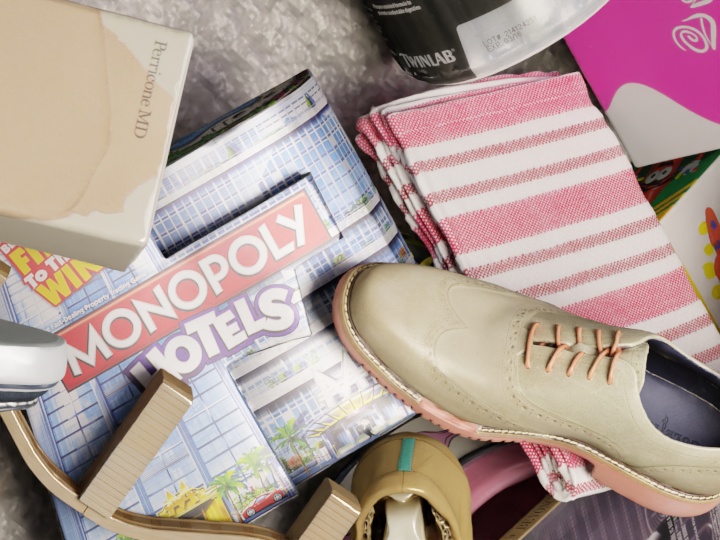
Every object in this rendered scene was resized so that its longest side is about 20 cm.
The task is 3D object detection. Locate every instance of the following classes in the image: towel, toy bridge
[{"bbox_3d":[0.091,0.003,1.368,0.146,0.030,0.200,-14,74,-46],"label":"towel"},{"bbox_3d":[-0.094,0.073,1.244,0.200,0.027,0.067,35,96,-12],"label":"toy bridge"}]

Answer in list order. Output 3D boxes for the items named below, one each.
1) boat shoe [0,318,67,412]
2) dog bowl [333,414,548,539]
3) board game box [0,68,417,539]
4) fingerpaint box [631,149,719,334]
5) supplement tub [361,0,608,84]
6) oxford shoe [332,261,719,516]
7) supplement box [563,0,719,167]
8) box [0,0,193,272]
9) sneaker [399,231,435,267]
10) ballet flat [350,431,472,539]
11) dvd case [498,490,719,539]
[{"bbox_3d":[-0.215,0.064,1.183,0.200,0.071,0.091,0,98,-1],"label":"boat shoe"},{"bbox_3d":[0.064,0.164,1.405,0.200,0.074,0.201,-5,98,-35],"label":"dog bowl"},{"bbox_3d":[-0.081,0.008,1.281,0.200,0.062,0.200,-30,103,-3],"label":"board game box"},{"bbox_3d":[0.192,0.036,1.507,0.167,0.073,0.200,-46,113,-27],"label":"fingerpaint box"},{"bbox_3d":[0.028,-0.195,1.356,0.123,0.122,0.200,-42,114,-28],"label":"supplement tub"},{"bbox_3d":[0.086,0.037,1.265,0.200,0.074,0.071,21,59,-17],"label":"oxford shoe"},{"bbox_3d":[0.190,-0.152,1.460,0.200,0.103,0.101,-50,118,-39],"label":"supplement box"},{"bbox_3d":[-0.174,-0.069,1.191,0.200,0.078,0.095,12,81,-8],"label":"box"},{"bbox_3d":[0.000,0.000,1.361,0.200,0.085,0.075,26,75,-33],"label":"sneaker"},{"bbox_3d":[0.021,0.171,1.296,0.068,0.063,0.200,-6,103,5],"label":"ballet flat"},{"bbox_3d":[0.123,0.152,1.374,0.200,0.016,0.149,-37,119,-48],"label":"dvd case"}]
